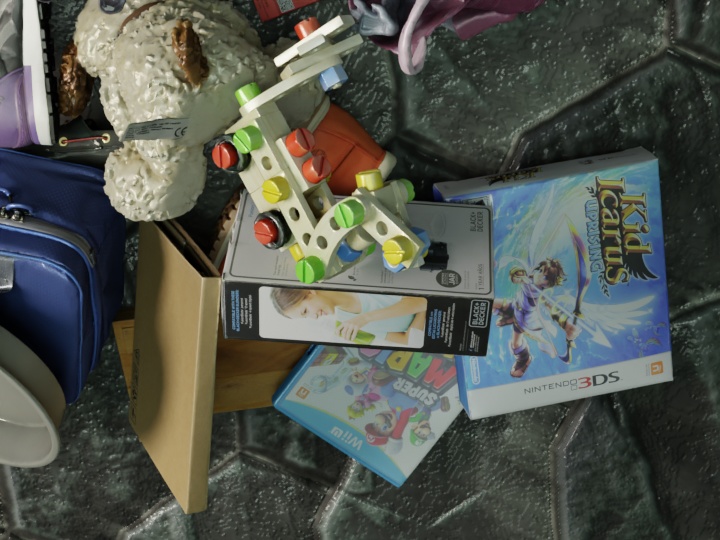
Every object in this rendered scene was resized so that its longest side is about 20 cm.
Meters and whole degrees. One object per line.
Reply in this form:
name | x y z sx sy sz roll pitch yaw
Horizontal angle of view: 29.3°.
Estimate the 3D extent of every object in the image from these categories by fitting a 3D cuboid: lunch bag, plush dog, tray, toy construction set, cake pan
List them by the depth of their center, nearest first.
toy construction set | -0.029 -0.077 0.971 0.131 0.092 0.200 -30 73 45
plush dog | -0.151 -0.163 1.045 0.200 0.172 0.161 -39 146 -9
cake pan | -0.314 0.081 1.068 0.200 0.037 0.200 18 146 13
lunch bag | -0.266 0.008 1.094 0.135 0.133 0.200 11 138 1
tray | -0.107 0.071 1.201 0.199 0.037 0.099 -8 110 4

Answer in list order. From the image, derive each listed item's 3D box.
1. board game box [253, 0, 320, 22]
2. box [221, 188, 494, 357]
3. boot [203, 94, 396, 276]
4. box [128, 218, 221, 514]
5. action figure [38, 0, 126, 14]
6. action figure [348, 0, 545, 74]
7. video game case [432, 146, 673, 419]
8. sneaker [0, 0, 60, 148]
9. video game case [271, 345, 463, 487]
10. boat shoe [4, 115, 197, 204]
board game box | -0.067 -0.304 1.065 0.103 0.019 0.200 -18 109 15
box | 0.000 0.000 1.048 0.199 0.117 0.060 4 129 0
boot | -0.057 -0.043 1.140 0.107 0.075 0.200 33 107 -15
box | -0.150 0.068 1.100 0.021 0.163 0.201 -3 113 -25
action figure | -0.180 -0.259 0.990 0.119 0.200 0.102 11 121 -4
action figure | 0.087 -0.228 1.026 0.200 0.149 0.134 -3 124 -31
video game case | 0.163 0.012 1.148 0.181 0.045 0.201 -11 109 -6
sneaker | -0.285 -0.195 1.063 0.087 0.076 0.201 -4 89 -6
video game case | 0.039 0.073 1.180 0.143 0.018 0.200 35 99 -19
boat shoe | -0.228 -0.092 1.134 0.201 0.074 0.063 3 79 9
